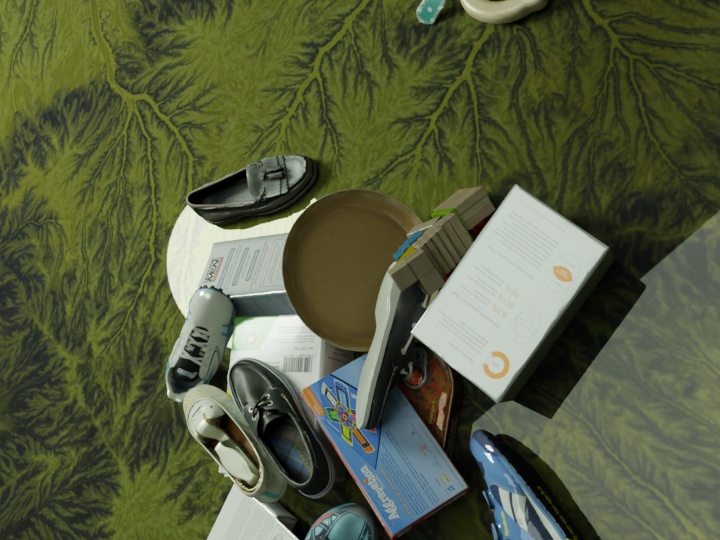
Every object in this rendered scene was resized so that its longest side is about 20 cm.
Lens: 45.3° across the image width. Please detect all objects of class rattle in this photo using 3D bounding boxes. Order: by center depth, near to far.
[{"bbox_3d":[0.134,-0.381,1.079,0.198,0.143,0.132,9,100,26],"label":"rattle"}]

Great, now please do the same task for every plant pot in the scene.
[{"bbox_3d":[0.000,0.000,1.055,0.198,0.027,0.202,3,78,-13],"label":"plant pot"}]

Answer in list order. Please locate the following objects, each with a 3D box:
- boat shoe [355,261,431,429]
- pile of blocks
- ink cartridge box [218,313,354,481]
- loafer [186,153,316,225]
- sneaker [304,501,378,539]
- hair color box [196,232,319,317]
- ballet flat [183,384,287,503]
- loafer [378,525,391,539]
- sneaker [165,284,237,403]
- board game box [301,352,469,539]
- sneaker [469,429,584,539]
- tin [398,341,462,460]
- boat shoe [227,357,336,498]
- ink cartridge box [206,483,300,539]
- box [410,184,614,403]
[{"bbox_3d":[0.041,0.090,0.994,0.060,0.074,0.202,19,64,-10],"label":"boat shoe"},{"bbox_3d":[0.094,-0.023,1.009,0.082,0.200,0.062,-19,110,47],"label":"pile of blocks"},{"bbox_3d":[-0.091,0.162,1.091,0.144,0.084,0.202,-4,75,30],"label":"ink cartridge box"},{"bbox_3d":[-0.157,-0.115,1.218,0.198,0.063,0.073,-20,68,25],"label":"loafer"},{"bbox_3d":[-0.055,0.339,0.936,0.079,0.096,0.200,44,89,8],"label":"sneaker"},{"bbox_3d":[-0.118,0.009,1.147,0.198,0.061,0.100,-6,52,29],"label":"hair color box"},{"bbox_3d":[-0.161,0.200,1.035,0.199,0.062,0.068,36,94,32],"label":"ballet flat"},{"bbox_3d":[-0.028,0.383,1.003,0.076,0.067,0.201,40,100,29],"label":"loafer"},{"bbox_3d":[-0.213,0.102,1.145,0.073,0.071,0.201,-78,11,-50],"label":"sneaker"},{"bbox_3d":[0.025,0.193,0.979,0.102,0.020,0.201,-26,60,-17],"label":"board game box"},{"bbox_3d":[0.167,0.262,0.920,0.082,0.074,0.201,-42,59,16],"label":"sneaker"},{"bbox_3d":[0.059,0.187,1.025,0.111,0.042,0.202,7,81,28],"label":"tin"},{"bbox_3d":[-0.097,0.175,1.002,0.069,0.057,0.200,-42,63,1],"label":"boat shoe"},{"bbox_3d":[-0.137,0.392,1.063,0.176,0.045,0.201,27,91,43],"label":"ink cartridge box"},{"bbox_3d":[0.170,0.028,0.953,0.124,0.097,0.201,37,96,20],"label":"box"}]
